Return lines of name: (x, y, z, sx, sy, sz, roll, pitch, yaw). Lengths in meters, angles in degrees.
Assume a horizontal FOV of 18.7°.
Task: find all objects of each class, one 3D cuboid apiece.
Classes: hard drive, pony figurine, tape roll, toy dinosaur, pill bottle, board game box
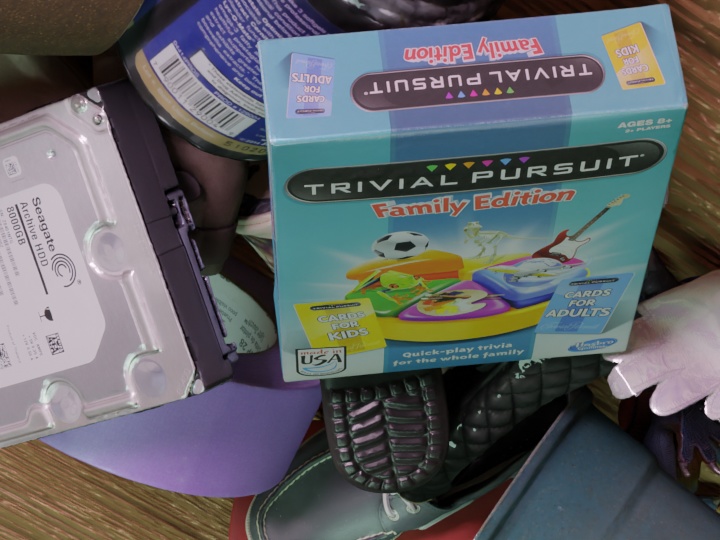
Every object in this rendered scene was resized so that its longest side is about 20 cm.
hard drive: (-0.158, 0.007, 0.979, 0.200, 0.038, 0.140, -16, 96, 33)
pony figurine: (0.227, 0.059, 0.968, 0.167, 0.193, 0.200, 49, 166, 33)
tape roll: (-0.114, 0.033, 1.107, 0.200, 0.066, 0.200, 24, -165, -7)
toy dinosaur: (0.172, 0.095, 1.190, 0.200, 0.105, 0.181, 57, 157, 2)
pill bottle: (-0.008, -0.124, 0.848, 0.112, 0.112, 0.200, 31, 149, -20)
board game box: (0.039, -0.023, 0.865, 0.151, 0.047, 0.200, -6, 153, -3)

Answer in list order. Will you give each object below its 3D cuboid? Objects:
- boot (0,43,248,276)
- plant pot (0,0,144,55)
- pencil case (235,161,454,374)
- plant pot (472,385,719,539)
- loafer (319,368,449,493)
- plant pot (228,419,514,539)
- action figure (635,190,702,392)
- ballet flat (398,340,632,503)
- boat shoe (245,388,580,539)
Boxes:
boot: (-0.146, -0.067, 1.007, 0.200, 0.070, 0.147, 9, 118, 23)
plant pot: (-0.176, -0.163, 0.846, 0.200, 0.187, 0.187, 20, 154, -25)
pencil case: (0.000, 0.000, 1.090, 0.089, 0.078, 0.200, -16, 138, 26)
plant pot: (0.136, 0.191, 1.051, 0.196, 0.200, 0.200, 32, 153, 9)
loafer: (0.002, -0.002, 0.997, 0.073, 0.201, 0.071, -2, -166, -4)
plant pot: (0.044, 0.174, 1.264, 0.177, 0.201, 0.201, -9, 142, 23)
action figure: (0.104, -0.016, 1.012, 0.130, 0.069, 0.200, -5, 139, 50)
ballet flat: (0.064, 0.069, 1.040, 0.057, 0.067, 0.200, 26, 148, -7)
boat shoe: (0.028, 0.100, 1.162, 0.200, 0.073, 0.062, -24, 175, 1)
